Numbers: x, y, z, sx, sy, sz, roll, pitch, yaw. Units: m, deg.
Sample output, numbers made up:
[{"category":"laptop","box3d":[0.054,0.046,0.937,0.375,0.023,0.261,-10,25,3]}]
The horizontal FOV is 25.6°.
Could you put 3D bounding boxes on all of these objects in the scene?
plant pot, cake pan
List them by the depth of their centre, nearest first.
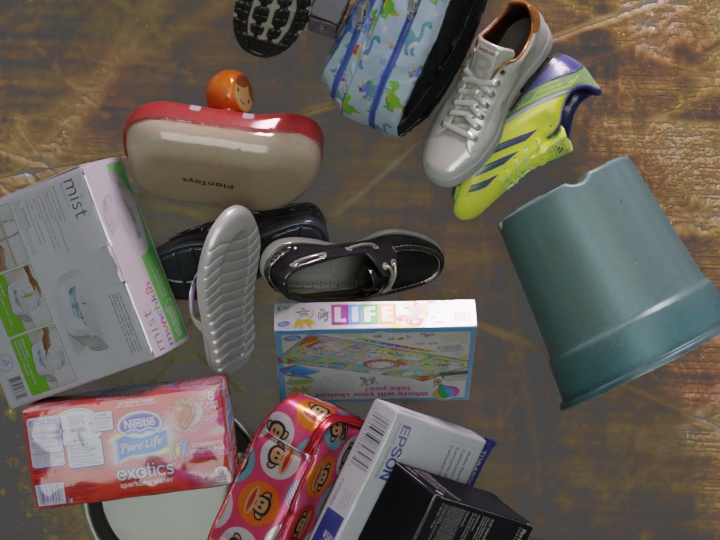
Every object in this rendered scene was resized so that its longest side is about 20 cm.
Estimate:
[{"category":"plant pot","box3d":[0.243,0.007,1.567,0.199,0.200,0.197,-27,86,1]},{"category":"cake pan","box3d":[-0.188,0.229,1.642,0.198,0.037,0.202,0,93,-1]}]

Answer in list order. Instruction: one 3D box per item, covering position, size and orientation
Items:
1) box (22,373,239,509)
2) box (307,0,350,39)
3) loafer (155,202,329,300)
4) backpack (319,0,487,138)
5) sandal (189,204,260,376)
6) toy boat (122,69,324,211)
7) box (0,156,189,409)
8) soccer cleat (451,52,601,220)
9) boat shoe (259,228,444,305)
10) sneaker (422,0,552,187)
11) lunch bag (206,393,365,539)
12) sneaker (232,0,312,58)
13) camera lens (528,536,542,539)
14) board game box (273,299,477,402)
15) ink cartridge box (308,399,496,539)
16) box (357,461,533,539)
[{"category":"box","box3d":[-0.225,0.168,1.571,0.198,0.095,0.101,-8,95,0]},{"category":"box","box3d":[-0.013,-0.301,1.531,0.036,0.200,0.144,19,94,-5]},{"category":"loafer","box3d":[-0.129,-0.023,1.625,0.198,0.063,0.072,-14,124,4]},{"category":"backpack","box3d":[0.048,-0.233,1.568,0.152,0.163,0.202,12,100,7]},{"category":"sandal","box3d":[-0.144,0.022,1.582,0.050,0.082,0.204,27,131,29]},{"category":"toy boat","box3d":[-0.134,-0.142,1.592,0.198,0.131,0.132,8,64,-1]},{"category":"box","box3d":[-0.293,0.011,1.573,0.175,0.097,0.201,-20,94,19]},{"category":"soccer cleat","box3d":[0.168,-0.128,1.608,0.083,0.065,0.201,36,90,11]},{"category":"boat shoe","box3d":[0.000,0.000,1.588,0.198,0.060,0.074,2,113,-25]},{"category":"sneaker","box3d":[0.115,-0.181,1.562,0.072,0.085,0.201,26,80,26]},{"category":"lunch bag","box3d":[-0.062,0.226,1.578,0.082,0.176,0.201,26,90,23]},{"category":"sneaker","box3d":[-0.070,-0.310,1.593,0.076,0.089,0.201,21,116,-2]},{"category":"camera lens","box3d":[0.178,0.388,1.596,0.159,0.160,0.201,20,93,-2]},{"category":"board game box","box3d":[0.014,0.083,1.594,0.198,0.135,0.034,-1,53,-1]},{"category":"ink cartridge box","box3d":[0.047,0.243,1.585,0.199,0.040,0.201,22,95,-45]},{"category":"box","box3d":[0.058,0.304,1.533,0.141,0.079,0.201,23,96,-35]}]
